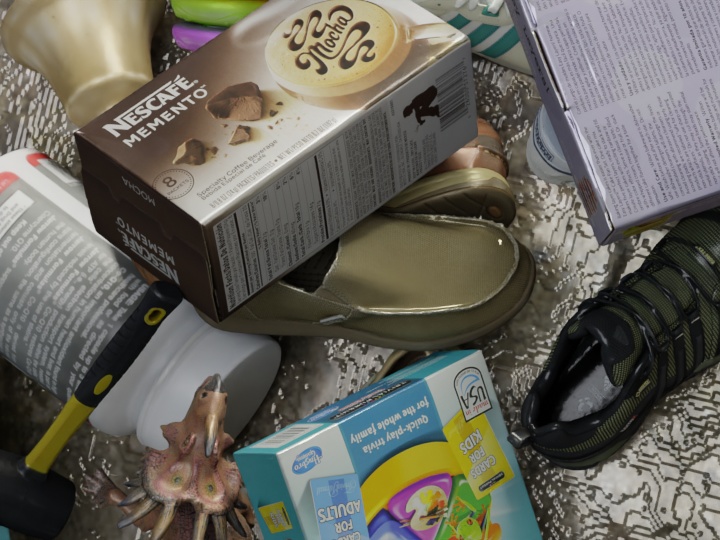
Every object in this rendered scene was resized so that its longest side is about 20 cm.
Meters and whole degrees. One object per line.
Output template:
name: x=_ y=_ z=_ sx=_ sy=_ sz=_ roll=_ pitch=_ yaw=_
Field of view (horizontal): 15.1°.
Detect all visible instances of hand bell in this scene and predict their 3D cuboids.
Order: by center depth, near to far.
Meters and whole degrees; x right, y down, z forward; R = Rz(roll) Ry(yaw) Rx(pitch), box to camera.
hand bell: x=-0.137 y=-0.072 z=1.597 sx=0.104 sy=0.104 sz=0.200 roll=-28 pitch=61 yaw=14

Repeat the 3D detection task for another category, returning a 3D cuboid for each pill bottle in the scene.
pill bottle: x=-0.154 y=0.026 z=1.620 sx=0.200 sy=0.114 sz=0.114 roll=36 pitch=97 yaw=17

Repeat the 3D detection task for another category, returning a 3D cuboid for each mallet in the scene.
mallet: x=-0.166 y=0.073 z=1.519 sx=0.066 sy=0.041 sz=0.200 roll=18 pitch=127 yaw=-18

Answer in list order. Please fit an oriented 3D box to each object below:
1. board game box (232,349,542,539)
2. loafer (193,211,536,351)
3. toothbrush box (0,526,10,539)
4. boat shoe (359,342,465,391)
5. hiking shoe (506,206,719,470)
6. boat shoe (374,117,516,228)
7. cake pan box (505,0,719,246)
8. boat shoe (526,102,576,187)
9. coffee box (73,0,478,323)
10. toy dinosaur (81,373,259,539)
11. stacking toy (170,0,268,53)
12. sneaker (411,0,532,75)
board game box: x=0.031 y=0.164 z=1.508 sx=0.047 sy=0.151 sz=0.201 roll=-5 pitch=107 yaw=55
loafer: x=0.000 y=0.000 z=1.540 sx=0.199 sy=0.068 sz=0.076 roll=-4 pitch=59 yaw=2
toothbrush box: x=-0.277 y=0.137 z=1.626 sx=0.146 sy=0.085 sz=0.201 roll=-20 pitch=79 yaw=60
boat shoe: x=-0.003 y=0.125 z=1.592 sx=0.073 sy=0.063 sz=0.200 roll=26 pitch=94 yaw=17
hiking shoe: x=0.165 y=0.034 z=1.526 sx=0.076 sy=0.101 sz=0.200 roll=41 pitch=98 yaw=15
boat shoe: x=-0.007 y=-0.042 z=1.608 sx=0.199 sy=0.072 sz=0.068 roll=-12 pitch=57 yaw=14
cake pan box: x=0.180 y=-0.136 z=1.476 sx=0.184 sy=0.052 sz=0.201 roll=-20 pitch=82 yaw=-10
boat shoe: x=0.189 y=-0.077 z=1.544 sx=0.201 sy=0.086 sz=0.075 roll=-11 pitch=77 yaw=-13
coffee box: x=-0.045 y=-0.075 z=1.511 sx=0.200 sy=0.080 sz=0.113 roll=-36 pitch=52 yaw=-24
toy dinosaur: x=-0.084 y=0.162 z=1.519 sx=0.086 sy=0.136 sz=0.200 roll=-26 pitch=99 yaw=-12
stacking toy: x=-0.075 y=-0.161 z=1.625 sx=0.116 sy=0.110 sz=0.201 roll=6 pitch=99 yaw=7
sneaker: x=0.070 y=-0.160 z=1.573 sx=0.199 sy=0.093 sz=0.071 roll=16 pitch=91 yaw=18
